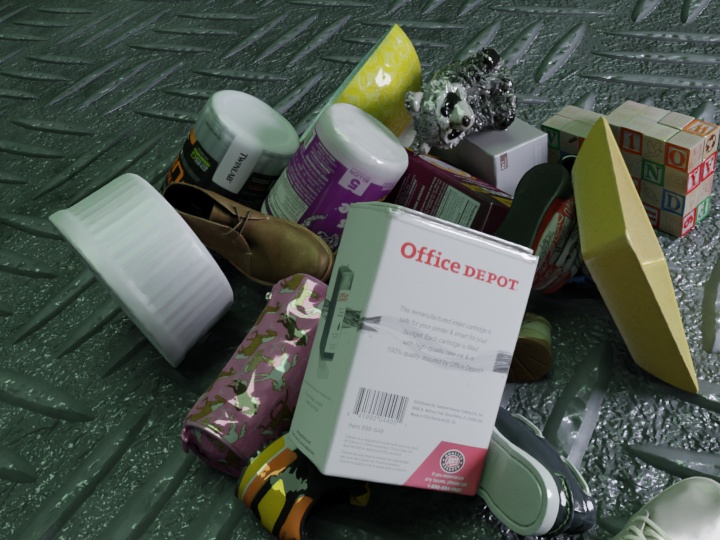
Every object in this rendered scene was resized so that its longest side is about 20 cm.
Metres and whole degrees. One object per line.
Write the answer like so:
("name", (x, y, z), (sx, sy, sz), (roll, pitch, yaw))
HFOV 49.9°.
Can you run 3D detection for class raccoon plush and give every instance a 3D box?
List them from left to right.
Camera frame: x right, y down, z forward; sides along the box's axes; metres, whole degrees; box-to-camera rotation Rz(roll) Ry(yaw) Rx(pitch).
("raccoon plush", (0.092, -0.187, 0.910), (0.133, 0.098, 0.200), (-24, 10, -13))

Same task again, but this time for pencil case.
("pencil case", (-0.088, 0.099, 0.741), (0.086, 0.083, 0.201), (-3, 44, 41))

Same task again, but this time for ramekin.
("ramekin", (-0.224, -0.005, 0.817), (0.098, 0.201, 0.200), (-41, 45, -15))

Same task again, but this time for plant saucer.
("plant saucer", (0.250, -0.013, 0.730), (0.048, 0.201, 0.201), (-20, 33, 25))

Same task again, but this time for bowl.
("bowl", (0.017, -0.193, 0.969), (0.200, 0.107, 0.200), (-48, 12, 14))

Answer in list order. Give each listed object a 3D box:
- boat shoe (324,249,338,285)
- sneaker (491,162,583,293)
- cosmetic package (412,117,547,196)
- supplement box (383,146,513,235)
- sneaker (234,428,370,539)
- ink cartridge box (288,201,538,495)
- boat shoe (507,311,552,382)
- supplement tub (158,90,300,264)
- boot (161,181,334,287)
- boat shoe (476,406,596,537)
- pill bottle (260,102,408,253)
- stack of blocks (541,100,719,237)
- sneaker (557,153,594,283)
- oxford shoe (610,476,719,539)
("boat shoe", (0.000, 0.003, 0.831), (0.199, 0.074, 0.063), (-26, 5, 22))
("sneaker", (0.158, 0.002, 0.753), (0.067, 0.108, 0.202), (15, 60, 42))
("cosmetic package", (0.146, -0.150, 0.988), (0.090, 0.108, 0.200), (-26, 41, -19))
("supplement box", (0.101, -0.066, 0.874), (0.110, 0.086, 0.200), (8, 21, -41))
("sneaker", (-0.010, 0.161, 0.684), (0.199, 0.070, 0.090), (-34, 63, -30))
("ink cartridge box", (0.041, 0.060, 0.617), (0.144, 0.202, 0.085), (16, 1, -26))
("boat shoe", (0.090, 0.063, 0.771), (0.198, 0.074, 0.063), (10, 35, 10))
("supplement tub", (-0.168, -0.102, 0.928), (0.122, 0.201, 0.123), (27, 29, -17))
("boot", (-0.122, -0.037, 0.805), (0.198, 0.075, 0.074), (23, 83, 17))
("boat shoe", (0.117, 0.155, 0.650), (0.060, 0.076, 0.200), (16, 17, -26))
("pill bottle", (-0.043, -0.077, 0.871), (0.112, 0.201, 0.113), (28, 30, -18))
("stack of blocks", (0.309, -0.134, 0.913), (0.058, 0.116, 0.199), (-33, 42, -25))
("sneaker", (0.236, -0.060, 0.866), (0.070, 0.083, 0.201), (-3, 41, 11))
("oxford shoe", (0.205, 0.212, 0.555), (0.199, 0.058, 0.075), (-31, 39, -24))
